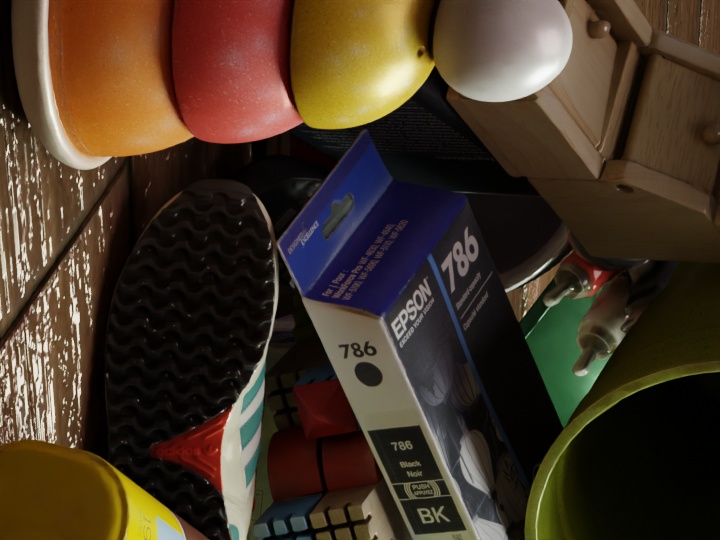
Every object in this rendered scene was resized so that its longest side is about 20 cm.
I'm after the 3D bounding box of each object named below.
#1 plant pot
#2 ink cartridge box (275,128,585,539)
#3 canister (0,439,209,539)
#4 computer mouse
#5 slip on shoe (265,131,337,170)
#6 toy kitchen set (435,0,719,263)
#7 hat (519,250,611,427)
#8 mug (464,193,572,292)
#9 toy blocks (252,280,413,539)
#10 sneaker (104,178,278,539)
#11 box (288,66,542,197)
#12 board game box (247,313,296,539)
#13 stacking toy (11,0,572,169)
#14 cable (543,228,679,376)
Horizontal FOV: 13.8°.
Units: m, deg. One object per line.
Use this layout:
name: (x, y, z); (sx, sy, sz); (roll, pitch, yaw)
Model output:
plant pot: (0.189, 0.074, 1.345); (0.193, 0.199, 0.201); (-67, 160, -56)
ink cartridge box: (0.034, 0.044, 1.293); (0.201, 0.039, 0.100); (64, 37, -24)
canister: (-0.093, 0.162, 1.114); (0.200, 0.086, 0.149); (46, 59, -59)
computer mouse: (0.000, 0.000, 1.417); (0.059, 0.034, 0.200); (-45, 133, 6)
slip on shoe: (-0.010, -0.090, 1.433); (0.074, 0.061, 0.201); (-34, 129, -69)
toy kitchen set: (0.153, -0.120, 1.266); (0.200, 0.180, 0.164); (45, 55, -51)
hat: (0.157, 0.078, 1.549); (0.200, 0.176, 0.166); (-54, 173, 28)
mug: (0.057, -0.037, 1.554); (0.175, 0.147, 0.201); (-20, 117, -78)
toy blocks: (0.001, 0.111, 1.329); (0.137, 0.100, 0.201); (-44, 120, -65)
sneaker: (-0.076, 0.059, 1.271); (0.093, 0.070, 0.201); (-137, -128, -85)
box: (0.019, -0.133, 1.316); (0.200, 0.107, 0.149); (31, 67, -55)
board game box: (-0.034, 0.123, 1.494); (0.199, 0.041, 0.201); (-16, 113, -75)
stacking toy: (-0.018, -0.100, 1.097); (0.146, 0.199, 0.147); (8, 90, -77)
cable: (0.153, -0.022, 1.493); (0.097, 0.050, 0.200); (54, 43, -13)
